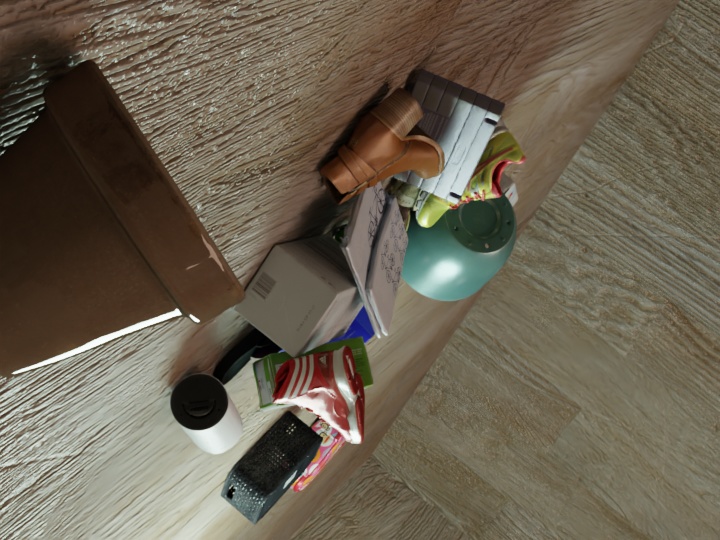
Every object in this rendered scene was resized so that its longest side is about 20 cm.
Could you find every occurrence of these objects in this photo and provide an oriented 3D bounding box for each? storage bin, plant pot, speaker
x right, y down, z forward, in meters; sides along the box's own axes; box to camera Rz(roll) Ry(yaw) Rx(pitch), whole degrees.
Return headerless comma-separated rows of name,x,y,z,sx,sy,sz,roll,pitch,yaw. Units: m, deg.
storage bin,-0.178,0.399,2.415,0.200,0.094,0.135,-44,166,-34
plant pot,-0.203,-0.017,0.827,0.175,0.200,0.200,-33,166,-7
plant pot,0.167,-0.066,1.980,0.201,0.201,0.161,-47,-177,-25
speaker,-0.215,0.205,1.684,0.081,0.081,0.200,-50,168,-13

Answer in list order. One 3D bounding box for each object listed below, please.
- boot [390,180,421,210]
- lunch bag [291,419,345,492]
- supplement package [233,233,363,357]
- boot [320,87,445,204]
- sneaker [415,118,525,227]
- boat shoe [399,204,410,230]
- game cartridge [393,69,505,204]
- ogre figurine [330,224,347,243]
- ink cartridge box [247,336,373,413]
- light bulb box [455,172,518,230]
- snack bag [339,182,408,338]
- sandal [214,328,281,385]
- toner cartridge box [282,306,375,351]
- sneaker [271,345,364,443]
boot,0.094,-0.157,1.833,0.155,0.072,0.200,-56,169,31
lunch bag,-0.112,0.437,2.856,0.200,0.082,0.176,-48,172,-11
supplement package,-0.068,0.031,1.655,0.114,0.110,0.200,-55,168,15
boot,0.025,-0.139,1.574,0.155,0.074,0.200,-46,149,-5
sneaker,0.164,-0.129,1.777,0.200,0.090,0.078,-47,170,18
boat shoe,0.028,-0.034,1.953,0.060,0.072,0.200,-35,154,-48
game cartridge,0.109,-0.184,1.654,0.038,0.130,0.200,-62,177,-36
ogre figurine,0.000,0.000,1.847,0.120,0.098,0.200,-49,125,-42
ink cartridge box,-0.086,0.159,1.765,0.148,0.076,0.200,-10,173,-20
light bulb box,0.184,-0.109,2.200,0.198,0.125,0.200,-53,170,3
snack bag,0.024,-0.038,1.663,0.200,0.021,0.189,68,28,-45
sandal,-0.135,0.104,1.775,0.200,0.048,0.075,-46,167,-25
toner cartridge box,-0.057,0.102,1.841,0.200,0.095,0.043,-41,-178,44
sneaker,-0.058,0.171,1.633,0.200,0.115,0.078,80,9,-47
